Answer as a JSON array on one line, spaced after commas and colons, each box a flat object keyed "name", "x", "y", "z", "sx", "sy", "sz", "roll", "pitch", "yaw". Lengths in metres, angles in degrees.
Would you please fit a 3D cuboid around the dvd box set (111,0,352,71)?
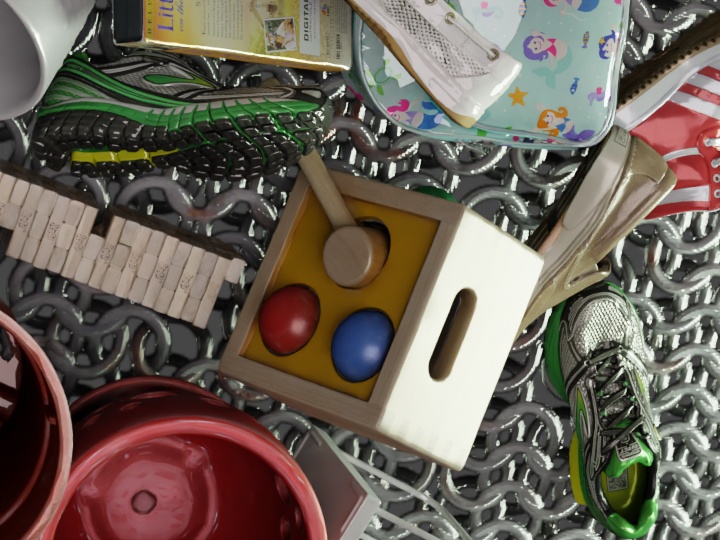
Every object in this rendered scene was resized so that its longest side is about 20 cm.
[{"name": "dvd box set", "x": -0.078, "y": -0.206, "z": 1.412, "sx": 0.199, "sy": 0.029, "sz": 0.148, "roll": 0, "pitch": 88, "yaw": -51}]

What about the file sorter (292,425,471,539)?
[{"name": "file sorter", "x": -0.021, "y": 0.245, "z": 1.603, "sx": 0.124, "sy": 0.139, "sz": 0.201, "roll": 30, "pitch": 95, "yaw": -23}]

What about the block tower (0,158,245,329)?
[{"name": "block tower", "x": -0.182, "y": -0.020, "z": 1.534, "sx": 0.199, "sy": 0.054, "sz": 0.058, "roll": 19, "pitch": 99, "yaw": -18}]

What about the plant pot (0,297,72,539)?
[{"name": "plant pot", "x": -0.288, "y": 0.086, "z": 1.452, "sx": 0.199, "sy": 0.195, "sz": 0.203, "roll": -2, "pitch": 102, "yaw": -8}]

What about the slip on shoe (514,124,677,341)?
[{"name": "slip on shoe", "x": 0.150, "y": -0.009, "z": 1.594, "sx": 0.060, "sy": 0.076, "sz": 0.201, "roll": 30, "pitch": 109, "yaw": -7}]

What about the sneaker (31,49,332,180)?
[{"name": "sneaker", "x": -0.116, "y": -0.113, "z": 1.476, "sx": 0.198, "sy": 0.078, "sz": 0.086, "roll": 3, "pitch": 65, "yaw": 7}]

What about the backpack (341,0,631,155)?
[{"name": "backpack", "x": 0.085, "y": -0.171, "z": 1.520, "sx": 0.198, "sy": 0.151, "sz": 0.179, "roll": 6, "pitch": 103, "yaw": -11}]

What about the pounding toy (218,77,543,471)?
[{"name": "pounding toy", "x": 0.000, "y": 0.000, "z": 1.510, "sx": 0.142, "sy": 0.183, "sz": 0.201, "roll": 29, "pitch": 81, "yaw": -47}]

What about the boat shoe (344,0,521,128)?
[{"name": "boat shoe", "x": 0.024, "y": -0.184, "z": 1.413, "sx": 0.069, "sy": 0.071, "sz": 0.200, "roll": -42, "pitch": 102, "yaw": 5}]

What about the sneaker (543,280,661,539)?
[{"name": "sneaker", "x": 0.190, "y": 0.102, "z": 1.647, "sx": 0.077, "sy": 0.085, "sz": 0.202, "roll": -16, "pitch": 107, "yaw": -10}]

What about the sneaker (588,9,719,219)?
[{"name": "sneaker", "x": 0.263, "y": -0.117, "z": 1.615, "sx": 0.199, "sy": 0.071, "sz": 0.113, "roll": -33, "pitch": 106, "yaw": 4}]

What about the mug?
[{"name": "mug", "x": -0.214, "y": -0.217, "z": 1.361, "sx": 0.147, "sy": 0.200, "sz": 0.176, "roll": 31, "pitch": 54, "yaw": -10}]

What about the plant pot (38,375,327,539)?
[{"name": "plant pot", "x": -0.135, "y": 0.177, "z": 1.522, "sx": 0.199, "sy": 0.182, "sz": 0.202, "roll": -2, "pitch": 98, "yaw": -13}]
